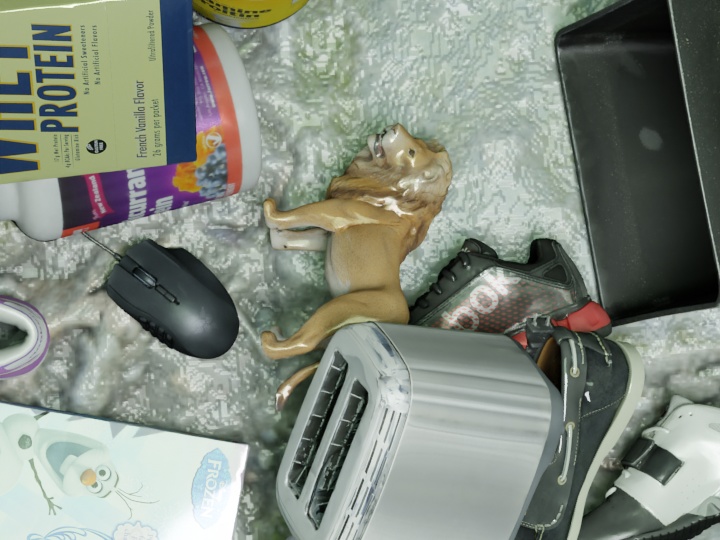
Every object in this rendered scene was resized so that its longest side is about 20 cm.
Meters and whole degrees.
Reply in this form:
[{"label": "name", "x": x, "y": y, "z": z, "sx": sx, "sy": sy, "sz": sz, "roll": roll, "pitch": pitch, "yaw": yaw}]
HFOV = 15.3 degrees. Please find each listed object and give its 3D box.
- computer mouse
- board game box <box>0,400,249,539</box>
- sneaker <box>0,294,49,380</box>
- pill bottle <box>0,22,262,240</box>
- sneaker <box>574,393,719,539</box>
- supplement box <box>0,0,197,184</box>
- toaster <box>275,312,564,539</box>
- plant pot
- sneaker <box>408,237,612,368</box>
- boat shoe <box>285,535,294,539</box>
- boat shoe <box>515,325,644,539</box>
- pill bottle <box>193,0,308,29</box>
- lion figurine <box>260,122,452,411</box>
[{"label": "computer mouse", "x": -0.161, "y": -0.014, "z": 1.744, "sx": 0.200, "sy": 0.034, "sz": 0.059, "roll": 37, "pitch": 85, "yaw": -1}, {"label": "board game box", "x": -0.185, "y": 0.193, "z": 1.725, "sx": 0.198, "sy": 0.043, "sz": 0.201, "roll": 10, "pitch": 86, "yaw": -3}, {"label": "sneaker", "x": -0.298, "y": 0.039, "z": 1.690, "sx": 0.200, "sy": 0.114, "sz": 0.073, "roll": -5, "pitch": 89, "yaw": -4}, {"label": "pill bottle", "x": -0.171, "y": -0.082, "z": 1.694, "sx": 0.199, "sy": 0.111, "sz": 0.112, "roll": -15, "pitch": 88, "yaw": -14}, {"label": "sneaker", "x": 0.202, "y": 0.132, "z": 1.755, "sx": 0.199, "sy": 0.074, "sz": 0.089, "roll": -23, "pitch": 74, "yaw": -7}, {"label": "supplement box", "x": -0.210, "y": -0.166, "z": 1.603, "sx": 0.199, "sy": 0.135, "sz": 0.200, "roll": -7, "pitch": 46, "yaw": -8}, {"label": "toaster", "x": 0.035, "y": 0.111, "z": 1.645, "sx": 0.129, "sy": 0.114, "sz": 0.200, "roll": 10, "pitch": 115, "yaw": -29}, {"label": "plant pot", "x": 0.252, "y": -0.083, "z": 1.713, "sx": 0.177, "sy": 0.199, "sz": 0.201, "roll": -10, "pitch": 88, "yaw": -17}, {"label": "sneaker", "x": 0.058, "y": 0.035, "z": 1.741, "sx": 0.200, "sy": 0.071, "sz": 0.098, "roll": -19, "pitch": 89, "yaw": -8}, {"label": "boat shoe", "x": 0.034, "y": 0.227, "z": 1.737, "sx": 0.200, "sy": 0.074, "sz": 0.067, "roll": 44, "pitch": 70, "yaw": -11}, {"label": "boat shoe", "x": 0.109, "y": 0.130, "z": 1.707, "sx": 0.067, "sy": 0.072, "sz": 0.201, "roll": 15, "pitch": 102, "yaw": -36}, {"label": "pill bottle", "x": -0.068, "y": -0.219, "z": 1.679, "sx": 0.112, "sy": 0.200, "sz": 0.112, "roll": 0, "pitch": 86, "yaw": -5}, {"label": "lion figurine", "x": 0.000, "y": 0.000, "z": 1.713, "sx": 0.122, "sy": 0.073, "sz": 0.201, "roll": -3, "pitch": 58, "yaw": 4}]
